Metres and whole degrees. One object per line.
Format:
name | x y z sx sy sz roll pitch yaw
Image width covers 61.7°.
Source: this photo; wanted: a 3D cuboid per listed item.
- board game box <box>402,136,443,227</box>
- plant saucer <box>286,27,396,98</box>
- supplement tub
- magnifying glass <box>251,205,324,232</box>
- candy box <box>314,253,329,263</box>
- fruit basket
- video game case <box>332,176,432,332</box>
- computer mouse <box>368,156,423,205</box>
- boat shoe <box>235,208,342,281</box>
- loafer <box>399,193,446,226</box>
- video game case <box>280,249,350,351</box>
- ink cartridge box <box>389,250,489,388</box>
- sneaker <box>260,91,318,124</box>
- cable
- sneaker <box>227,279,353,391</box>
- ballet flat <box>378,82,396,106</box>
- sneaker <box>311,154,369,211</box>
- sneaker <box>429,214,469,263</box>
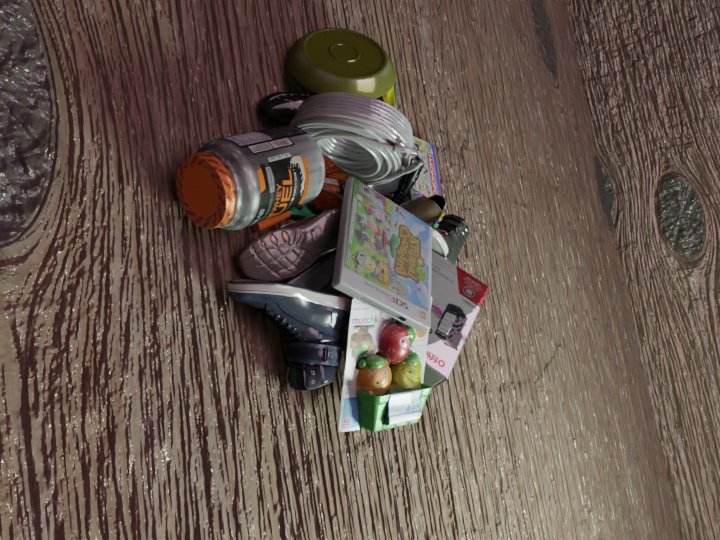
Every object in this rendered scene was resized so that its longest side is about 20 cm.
board game box | 0.131 -0.192 1.330 0.134 0.029 0.203 6 74 -51
plant saucer | -0.030 -0.373 1.062 0.197 0.031 0.202 6 50 -7
supplement tub | -0.151 -0.130 0.847 0.199 0.121 0.124 -30 102 -50
magnifying glass | -0.109 -0.104 0.983 0.199 0.022 0.081 -34 103 -51
candy box | 0.000 0.000 1.059 0.137 0.060 0.200 58 40 -19
fruit basket | 0.049 0.143 0.937 0.184 0.093 0.203 3 100 -43
video game case | 0.042 -0.026 0.942 0.181 0.022 0.202 28 50 -29
computer mouse | 0.032 -0.156 1.114 0.198 0.139 0.053 3 39 -45
boat shoe | -0.104 -0.037 0.925 0.198 0.071 0.077 -22 105 -34
loafer | 0.113 -0.115 1.178 0.075 0.070 0.200 44 30 7
video game case | -0.039 0.051 0.949 0.199 0.019 0.144 -33 108 -24
ink cartridge box | 0.124 0.086 1.090 0.145 0.083 0.201 32 64 -2
sneaker | -0.084 -0.260 1.029 0.198 0.073 0.081 -12 122 -42
cable | -0.015 -0.205 0.949 0.198 0.199 0.070 22 72 -22
sneaker | -0.105 0.093 0.857 0.200 0.077 0.149 15 84 -34
ballet flat | 0.041 -0.280 1.102 0.066 0.067 0.203 -1 66 -15
sneaker | -0.036 -0.120 0.998 0.200 0.077 0.074 40 57 -31
sneaker | 0.156 -0.072 1.149 0.100 0.070 0.200 -65 158 -8
